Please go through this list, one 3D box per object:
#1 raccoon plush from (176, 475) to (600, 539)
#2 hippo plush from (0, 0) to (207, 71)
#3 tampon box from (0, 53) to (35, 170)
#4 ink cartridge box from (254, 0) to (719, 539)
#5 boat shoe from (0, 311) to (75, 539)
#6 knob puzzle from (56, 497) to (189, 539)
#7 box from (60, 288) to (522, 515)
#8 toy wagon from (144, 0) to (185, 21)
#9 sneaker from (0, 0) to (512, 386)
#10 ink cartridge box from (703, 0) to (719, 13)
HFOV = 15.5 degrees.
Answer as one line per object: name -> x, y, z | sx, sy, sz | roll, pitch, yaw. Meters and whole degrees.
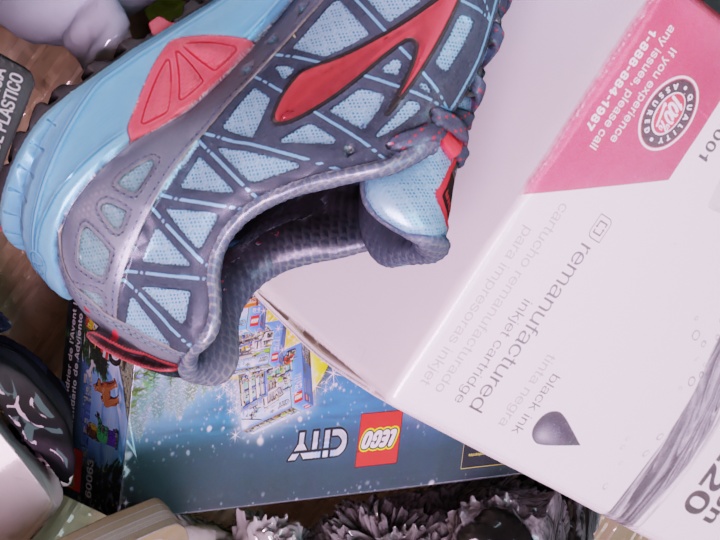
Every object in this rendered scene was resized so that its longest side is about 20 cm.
raccoon plush -> 0.005, 0.111, 0.918 | 0.200, 0.134, 0.097 | -16, 111, -76
hippo plush -> -0.058, -0.132, 0.706 | 0.200, 0.159, 0.161 | -10, 115, -27
tampon box -> -0.211, -0.025, 0.636 | 0.200, 0.126, 0.150 | 23, 87, -43
ink cartridge box -> 0.088, -0.002, 0.812 | 0.200, 0.085, 0.146 | 29, 97, -44
boat shoe -> -0.159, 0.088, 0.754 | 0.200, 0.093, 0.075 | -36, 102, 7
knob puzzle -> -0.115, 0.129, 0.728 | 0.220, 0.220, 0.030 | -34, 80, -30
box -> 0.000, 0.000, 0.836 | 0.200, 0.038, 0.137 | -2, 104, -41
toy wagon -> -0.026, -0.010, 0.862 | 0.155, 0.040, 0.200 | 27, 84, -42
sneaker -> 0.005, -0.044, 0.713 | 0.200, 0.096, 0.079 | -40, 159, -1
ink cartridge box -> 0.138, -0.026, 0.962 | 0.039, 0.099, 0.200 | 1, 102, -42
